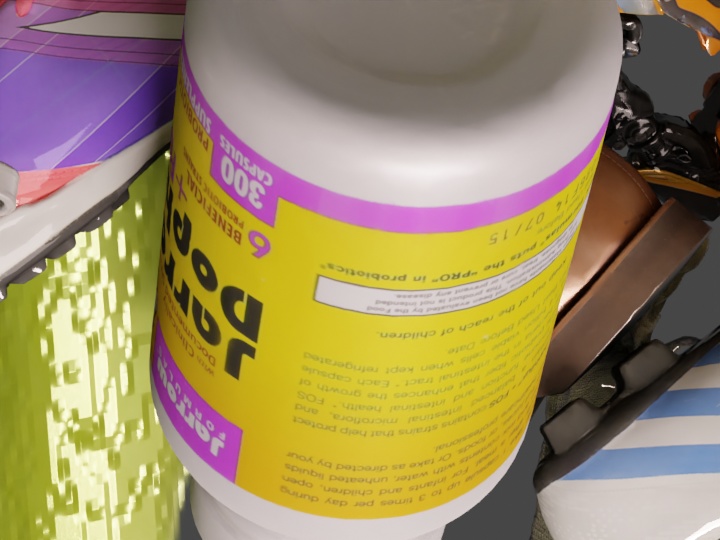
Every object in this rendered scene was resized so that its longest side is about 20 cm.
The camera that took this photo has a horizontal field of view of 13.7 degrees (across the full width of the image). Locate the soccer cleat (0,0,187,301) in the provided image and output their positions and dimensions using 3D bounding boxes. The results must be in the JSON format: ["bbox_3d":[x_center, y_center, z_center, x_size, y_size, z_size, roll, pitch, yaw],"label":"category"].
[{"bbox_3d":[-0.061,-0.065,0.806,0.200,0.068,0.073,-38,97,-10],"label":"soccer cleat"}]

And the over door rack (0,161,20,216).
[{"bbox_3d":[-0.172,-0.042,0.702,0.200,0.067,0.148,18,69,-36],"label":"over door rack"}]

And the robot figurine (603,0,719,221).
[{"bbox_3d":[0.116,-0.103,0.867,0.145,0.058,0.200,-30,121,-6],"label":"robot figurine"}]

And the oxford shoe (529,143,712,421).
[{"bbox_3d":[0.014,0.038,0.894,0.071,0.071,0.200,42,102,5],"label":"oxford shoe"}]

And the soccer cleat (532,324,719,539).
[{"bbox_3d":[0.143,0.027,0.862,0.200,0.070,0.086,-38,88,3],"label":"soccer cleat"}]

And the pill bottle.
[{"bbox_3d":[0.000,0.000,0.765,0.104,0.104,0.200,-12,142,-19],"label":"pill bottle"}]

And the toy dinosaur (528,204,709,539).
[{"bbox_3d":[0.089,0.071,0.945,0.088,0.047,0.201,11,109,-13],"label":"toy dinosaur"}]
